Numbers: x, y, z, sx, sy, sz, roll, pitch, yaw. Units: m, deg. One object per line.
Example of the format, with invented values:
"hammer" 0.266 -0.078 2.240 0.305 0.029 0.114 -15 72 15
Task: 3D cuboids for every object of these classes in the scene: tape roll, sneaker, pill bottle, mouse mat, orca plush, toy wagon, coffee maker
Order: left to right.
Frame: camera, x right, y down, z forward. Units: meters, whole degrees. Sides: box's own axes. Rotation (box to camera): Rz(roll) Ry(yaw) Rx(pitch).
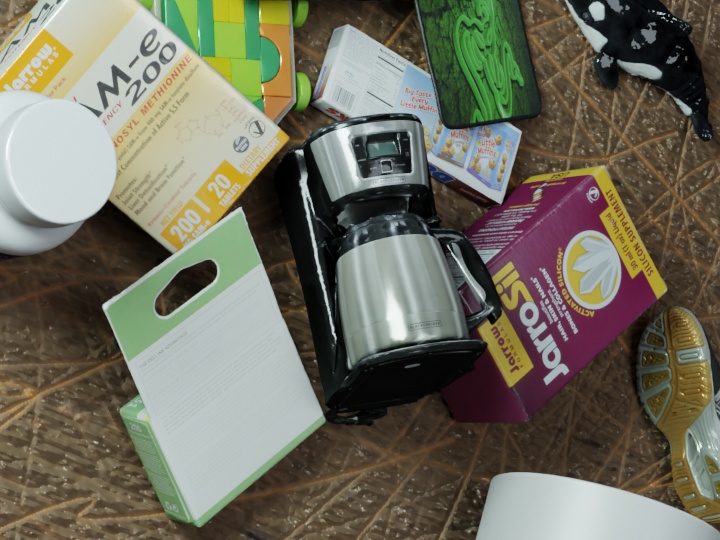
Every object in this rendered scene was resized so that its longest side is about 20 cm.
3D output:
"pill bottle" -0.248 -0.063 1.409 0.110 0.199 0.112 3 84 -34
"toy wagon" -0.108 -0.154 1.614 0.154 0.039 0.202 0 86 -35
"coffee maker" 0.000 0.000 1.616 0.134 0.192 0.201 3 67 -41
"mouse mat" 0.094 -0.223 1.752 0.160 0.007 0.202 -13 92 -53
"tape roll" 0.185 0.261 1.684 0.202 0.202 0.140 25 72 -31
"orca plush" 0.271 -0.199 1.865 0.105 0.071 0.200 -47 111 -29
"sneaker" 0.310 0.125 1.874 0.087 0.075 0.201 -24 103 -50

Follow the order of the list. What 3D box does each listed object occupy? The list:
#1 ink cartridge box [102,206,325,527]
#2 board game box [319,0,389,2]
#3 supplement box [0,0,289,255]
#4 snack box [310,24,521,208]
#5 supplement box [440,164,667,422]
"ink cartridge box" -0.118 0.071 1.557 0.145 0.048 0.201 -37 119 -31
"board game box" -0.041 -0.316 1.638 0.165 0.057 0.202 -7 82 -42
"supplement box" -0.168 -0.119 1.519 0.200 0.074 0.126 40 91 -24
"snack box" 0.050 -0.128 1.731 0.199 0.024 0.072 29 68 -30
"supplement box" 0.142 0.019 1.735 0.200 0.103 0.131 -40 109 -30
